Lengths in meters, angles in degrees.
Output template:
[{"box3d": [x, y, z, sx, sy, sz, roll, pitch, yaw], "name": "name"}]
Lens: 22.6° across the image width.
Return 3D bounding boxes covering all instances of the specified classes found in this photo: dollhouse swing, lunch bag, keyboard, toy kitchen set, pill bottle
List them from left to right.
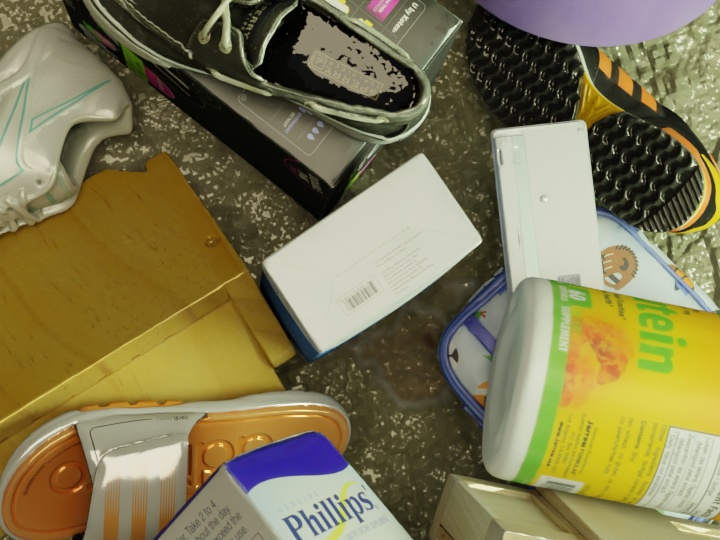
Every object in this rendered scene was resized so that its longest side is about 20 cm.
[{"box3d": [-0.140, 0.077, 1.077, 0.200, 0.176, 0.182, -32, 46, -5], "name": "dollhouse swing"}, {"box3d": [0.114, 0.015, 1.040, 0.056, 0.011, 0.201, -6, 87, -4], "name": "keyboard"}, {"box3d": [0.149, 0.074, 1.074, 0.160, 0.076, 0.200, -42, 87, -4], "name": "lunch bag"}, {"box3d": [0.138, 0.231, 0.957, 0.199, 0.163, 0.181, 14, 101, -22], "name": "toy kitchen set"}, {"box3d": [0.174, 0.075, 0.979, 0.199, 0.111, 0.112, 11, 84, -4], "name": "pill bottle"}]

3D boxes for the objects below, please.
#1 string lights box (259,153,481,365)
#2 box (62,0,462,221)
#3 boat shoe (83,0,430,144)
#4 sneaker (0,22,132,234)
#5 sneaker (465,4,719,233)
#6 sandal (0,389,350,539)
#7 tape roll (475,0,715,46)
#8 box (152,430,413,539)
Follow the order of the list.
[{"box3d": [0.000, 0.000, 1.008, 0.103, 0.200, 0.059, -34, 88, -6], "name": "string lights box"}, {"box3d": [-0.060, -0.143, 1.043, 0.200, 0.149, 0.124, 38, 84, 0], "name": "box"}, {"box3d": [-0.054, -0.128, 0.935, 0.199, 0.064, 0.071, 22, 86, -1], "name": "boat shoe"}, {"box3d": [-0.216, -0.053, 1.055, 0.080, 0.070, 0.200, 39, 81, 15], "name": "sneaker"}, {"box3d": [0.144, -0.093, 1.097, 0.070, 0.090, 0.200, -50, 63, 17], "name": "sneaker"}, {"box3d": [-0.095, 0.112, 0.989, 0.206, 0.059, 0.079, -11, 120, -19], "name": "sandal"}, {"box3d": [0.140, -0.238, 1.063, 0.199, 0.085, 0.201, 2, 63, -4], "name": "tape roll"}, {"box3d": [-0.036, 0.218, 0.931, 0.200, 0.105, 0.184, 49, 116, 14], "name": "box"}]
